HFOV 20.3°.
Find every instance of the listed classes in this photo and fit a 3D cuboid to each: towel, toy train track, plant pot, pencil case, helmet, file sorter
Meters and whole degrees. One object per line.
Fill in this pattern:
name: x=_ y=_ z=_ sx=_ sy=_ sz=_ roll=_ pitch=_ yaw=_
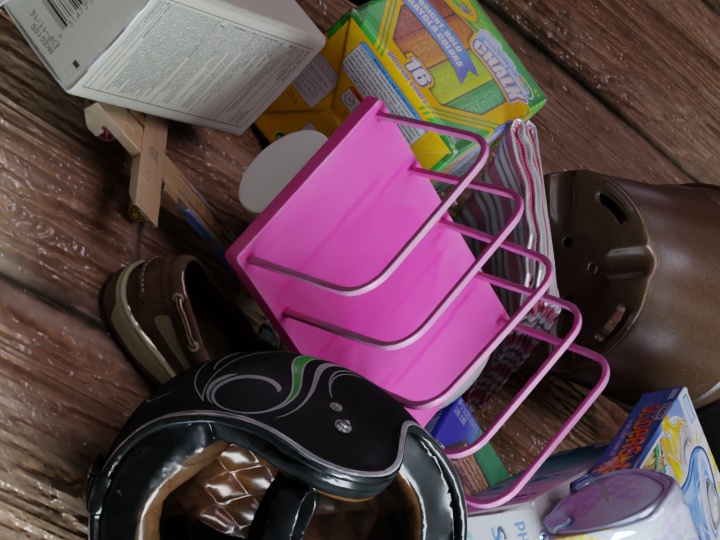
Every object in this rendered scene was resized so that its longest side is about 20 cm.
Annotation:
towel: x=0.094 y=0.000 z=1.439 sx=0.030 sy=0.200 sz=0.148 roll=1 pitch=65 yaw=-14
toy train track: x=-0.119 y=-0.040 z=1.277 sx=0.200 sy=0.032 sz=0.115 roll=50 pitch=26 yaw=-35
plant pot: x=0.205 y=0.013 z=1.543 sx=0.197 sy=0.199 sz=0.202 roll=15 pitch=60 yaw=-51
pencil case: x=0.180 y=0.221 z=1.217 sx=0.090 sy=0.083 sz=0.202 roll=-28 pitch=105 yaw=-19
helmet: x=-0.045 y=0.138 z=1.134 sx=0.190 sy=0.199 sz=0.202 roll=-11 pitch=80 yaw=-70
file sorter: x=0.044 y=0.023 z=1.211 sx=0.139 sy=0.125 sz=0.201 roll=-48 pitch=128 yaw=-20

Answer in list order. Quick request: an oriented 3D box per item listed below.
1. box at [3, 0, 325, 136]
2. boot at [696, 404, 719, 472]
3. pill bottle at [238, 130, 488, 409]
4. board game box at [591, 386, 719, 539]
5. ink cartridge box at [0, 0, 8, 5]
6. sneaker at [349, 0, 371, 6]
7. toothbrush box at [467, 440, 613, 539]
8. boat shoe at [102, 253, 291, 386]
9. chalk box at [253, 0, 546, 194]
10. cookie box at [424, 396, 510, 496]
box: x=-0.116 y=-0.152 z=1.244 sx=0.078 sy=0.095 sz=0.200 roll=51 pitch=17 yaw=21
boot: x=0.305 y=0.199 z=1.604 sx=0.199 sy=0.189 sz=0.069 roll=29 pitch=17 yaw=-41
pill bottle: x=0.000 y=0.000 z=1.324 sx=0.200 sy=0.110 sz=0.111 roll=53 pitch=36 yaw=-38
board game box: x=0.215 y=0.197 z=1.326 sx=0.135 sy=0.034 sz=0.201 roll=-45 pitch=115 yaw=-54
ink cartridge box: x=-0.244 y=-0.249 z=1.114 sx=0.200 sy=0.146 sz=0.083 roll=43 pitch=39 yaw=-34
sneaker: x=-0.046 y=-0.268 z=1.380 sx=0.201 sy=0.108 sz=0.067 roll=40 pitch=79 yaw=4
toothbrush box: x=0.141 y=0.203 z=1.322 sx=0.199 sy=0.085 sz=0.148 roll=-17 pitch=92 yaw=-59
boat shoe: x=-0.073 y=0.073 z=1.237 sx=0.203 sy=0.074 sz=0.075 roll=50 pitch=38 yaw=-25
chalk box: x=0.040 y=-0.124 z=1.439 sx=0.125 sy=0.124 sz=0.200 roll=52 pitch=35 yaw=3
cookie box: x=0.047 y=0.211 z=1.327 sx=0.172 sy=0.075 sz=0.200 roll=58 pitch=36 yaw=-19
